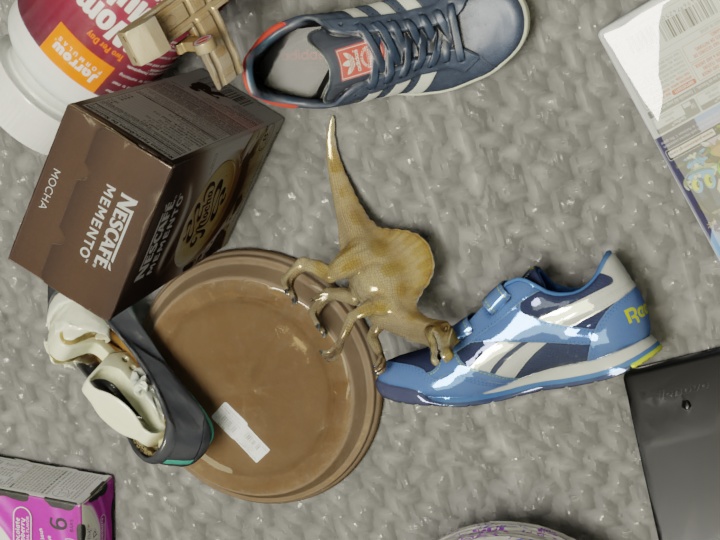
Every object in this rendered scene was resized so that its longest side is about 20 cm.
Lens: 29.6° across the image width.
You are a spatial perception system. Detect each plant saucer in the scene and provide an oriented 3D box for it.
[{"bbox_3d":[-0.081,0.085,1.022,0.197,0.029,0.203,4,106,15],"label":"plant saucer"}]

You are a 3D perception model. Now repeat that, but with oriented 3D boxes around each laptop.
[{"bbox_3d":[0.301,0.155,0.934,0.185,0.117,0.201,-16,128,20],"label":"laptop"}]

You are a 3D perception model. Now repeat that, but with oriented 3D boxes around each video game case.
[{"bbox_3d":[0.279,-0.122,0.862,0.199,0.023,0.184,-28,94,20],"label":"video game case"}]

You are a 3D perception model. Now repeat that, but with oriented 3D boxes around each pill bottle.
[{"bbox_3d":[-0.172,-0.177,0.937,0.110,0.110,0.200,47,112,1],"label":"pill bottle"}]

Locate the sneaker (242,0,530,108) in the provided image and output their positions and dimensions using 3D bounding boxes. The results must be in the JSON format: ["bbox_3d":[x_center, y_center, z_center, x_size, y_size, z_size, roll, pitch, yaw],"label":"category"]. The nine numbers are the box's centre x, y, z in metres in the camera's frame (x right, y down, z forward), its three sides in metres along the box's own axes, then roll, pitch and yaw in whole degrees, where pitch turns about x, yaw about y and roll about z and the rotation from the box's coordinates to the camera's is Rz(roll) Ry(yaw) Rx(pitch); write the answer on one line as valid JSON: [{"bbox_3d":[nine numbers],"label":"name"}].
[{"bbox_3d":[0.013,-0.144,0.903,0.198,0.084,0.076,-12,100,19],"label":"sneaker"}]

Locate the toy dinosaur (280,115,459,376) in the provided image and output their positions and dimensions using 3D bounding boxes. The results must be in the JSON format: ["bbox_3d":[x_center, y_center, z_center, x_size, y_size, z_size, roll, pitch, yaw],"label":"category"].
[{"bbox_3d":[0.000,0.000,0.951,0.101,0.058,0.201,-33,65,6],"label":"toy dinosaur"}]

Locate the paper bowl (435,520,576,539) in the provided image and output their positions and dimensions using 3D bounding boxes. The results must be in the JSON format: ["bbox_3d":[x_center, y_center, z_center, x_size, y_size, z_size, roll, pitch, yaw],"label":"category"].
[{"bbox_3d":[0.110,0.276,0.973,0.198,0.104,0.203,4,105,16],"label":"paper bowl"}]

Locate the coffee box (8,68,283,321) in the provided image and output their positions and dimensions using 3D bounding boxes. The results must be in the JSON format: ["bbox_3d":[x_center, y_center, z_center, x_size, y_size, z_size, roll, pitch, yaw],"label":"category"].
[{"bbox_3d":[-0.136,-0.057,0.909,0.079,0.200,0.114,30,111,7],"label":"coffee box"}]

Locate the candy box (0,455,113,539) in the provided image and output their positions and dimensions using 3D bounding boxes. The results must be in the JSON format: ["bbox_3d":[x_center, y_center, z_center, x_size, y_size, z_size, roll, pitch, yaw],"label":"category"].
[{"bbox_3d":[-0.301,0.224,1.108,0.197,0.061,0.138,7,107,16],"label":"candy box"}]

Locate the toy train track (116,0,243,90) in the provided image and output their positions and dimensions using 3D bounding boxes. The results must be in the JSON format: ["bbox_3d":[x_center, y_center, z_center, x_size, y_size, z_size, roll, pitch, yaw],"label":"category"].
[{"bbox_3d":[-0.069,-0.193,0.867,0.032,0.200,0.115,12,137,48],"label":"toy train track"}]

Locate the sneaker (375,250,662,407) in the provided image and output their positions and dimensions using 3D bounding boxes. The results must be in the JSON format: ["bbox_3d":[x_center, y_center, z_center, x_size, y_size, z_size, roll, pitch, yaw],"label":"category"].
[{"bbox_3d":[0.102,0.043,0.935,0.198,0.074,0.083,-14,94,15],"label":"sneaker"}]

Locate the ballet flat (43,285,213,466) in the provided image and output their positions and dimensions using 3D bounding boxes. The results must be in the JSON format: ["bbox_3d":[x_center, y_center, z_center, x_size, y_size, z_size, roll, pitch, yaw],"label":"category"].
[{"bbox_3d":[-0.186,0.064,1.001,0.073,0.073,0.200,-46,73,22],"label":"ballet flat"}]
